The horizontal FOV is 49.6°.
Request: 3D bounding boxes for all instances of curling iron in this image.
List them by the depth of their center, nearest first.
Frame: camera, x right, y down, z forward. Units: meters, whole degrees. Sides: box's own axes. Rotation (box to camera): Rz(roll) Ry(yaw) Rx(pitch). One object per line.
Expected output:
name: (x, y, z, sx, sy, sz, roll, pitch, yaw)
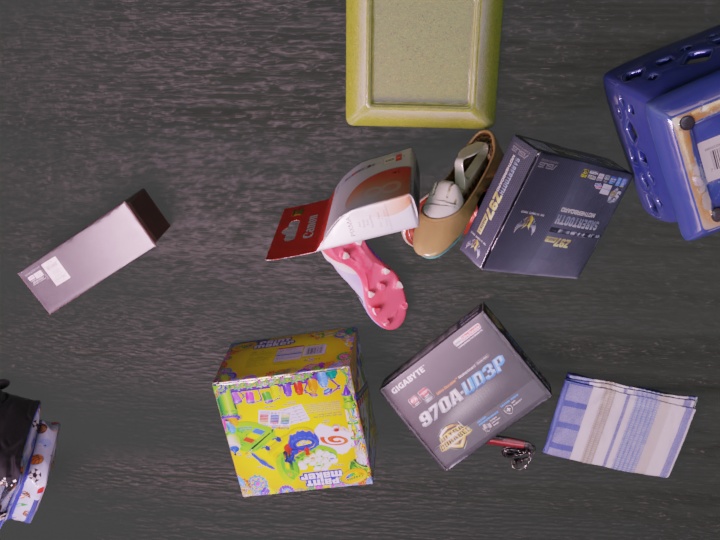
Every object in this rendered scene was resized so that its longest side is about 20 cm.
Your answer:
curling iron: (0.171, 0.263, 1.189, 0.196, 0.026, 0.050, 12, 110, 1)

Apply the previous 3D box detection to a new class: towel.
towel: (0.384, 0.230, 1.158, 0.196, 0.024, 0.149, 10, 115, 3)

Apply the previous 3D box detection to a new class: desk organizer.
desk organizer: (-0.370, -0.029, 1.093, 0.198, 0.077, 0.072, -30, 107, 16)

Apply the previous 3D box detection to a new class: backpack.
backpack: (-0.557, 0.307, 1.202, 0.153, 0.201, 0.191, 30, 116, -22)

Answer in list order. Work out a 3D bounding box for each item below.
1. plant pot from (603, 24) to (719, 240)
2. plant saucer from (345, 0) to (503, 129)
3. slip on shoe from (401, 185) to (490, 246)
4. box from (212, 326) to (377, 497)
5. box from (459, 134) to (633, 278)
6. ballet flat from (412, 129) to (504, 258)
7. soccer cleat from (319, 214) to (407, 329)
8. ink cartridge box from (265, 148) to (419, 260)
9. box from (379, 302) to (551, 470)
plant pot: (0.420, -0.161, 0.910, 0.197, 0.180, 0.202, -20, 110, 13)
plant saucer: (0.077, -0.274, 0.968, 0.196, 0.048, 0.203, 2, 112, 4)
slip on shoe: (0.145, -0.081, 1.033, 0.197, 0.061, 0.075, -19, 111, 14)
box: (-0.088, 0.207, 1.139, 0.196, 0.122, 0.196, -7, 111, 8)
box: (0.235, -0.073, 0.976, 0.197, 0.051, 0.160, 6, 119, -38)
ballet flat: (0.117, -0.101, 0.966, 0.068, 0.201, 0.064, 12, 140, 33)
soccer cleat: (0.000, 0.000, 1.086, 0.067, 0.076, 0.201, -44, 122, -10)
ink cartridge box: (-0.022, -0.087, 0.992, 0.196, 0.163, 0.051, -11, 117, 10)
box: (0.151, 0.170, 1.130, 0.199, 0.046, 0.160, -39, 94, 18)
